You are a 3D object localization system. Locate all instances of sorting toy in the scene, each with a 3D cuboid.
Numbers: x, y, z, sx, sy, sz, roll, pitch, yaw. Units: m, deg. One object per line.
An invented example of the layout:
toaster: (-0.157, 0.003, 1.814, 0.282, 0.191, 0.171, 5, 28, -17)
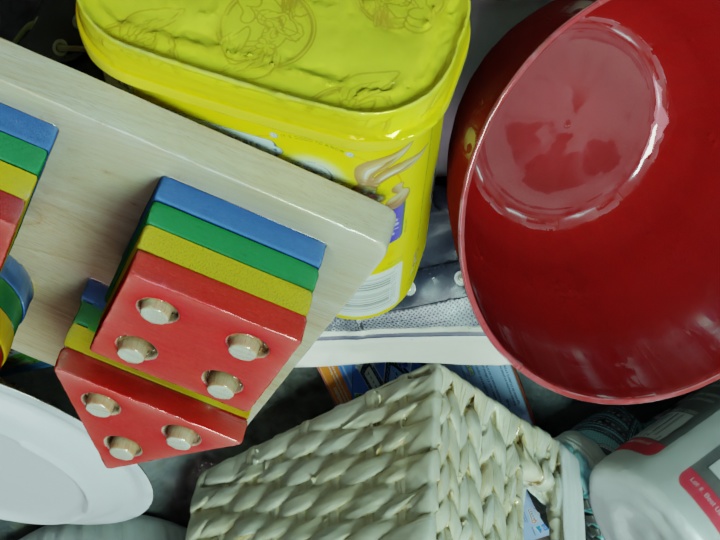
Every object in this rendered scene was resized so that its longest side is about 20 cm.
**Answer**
sorting toy: (-0.117, 0.011, 0.669, 0.200, 0.070, 0.199, 23, 146, -11)

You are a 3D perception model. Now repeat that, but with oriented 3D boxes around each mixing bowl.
mixing bowl: (0.116, -0.052, 0.738, 0.200, 0.108, 0.200, -9, 116, -18)

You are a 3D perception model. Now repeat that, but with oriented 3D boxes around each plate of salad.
plate of salad: (-0.203, 0.084, 0.852, 0.200, 0.048, 0.200, 13, 151, 7)

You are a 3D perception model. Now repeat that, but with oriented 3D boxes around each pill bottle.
pill bottle: (0.233, 0.100, 0.885, 0.200, 0.111, 0.111, -31, 131, -18)

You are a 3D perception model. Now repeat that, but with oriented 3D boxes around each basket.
basket: (0.006, 0.156, 0.869, 0.200, 0.136, 0.123, -29, 128, 31)

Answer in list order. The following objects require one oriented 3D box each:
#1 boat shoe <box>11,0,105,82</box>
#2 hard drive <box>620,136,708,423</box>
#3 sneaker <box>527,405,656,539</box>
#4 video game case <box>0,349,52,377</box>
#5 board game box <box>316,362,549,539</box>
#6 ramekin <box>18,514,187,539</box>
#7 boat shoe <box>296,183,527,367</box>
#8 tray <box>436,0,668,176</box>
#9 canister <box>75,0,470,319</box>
boat shoe: (-0.125, -0.095, 0.740, 0.072, 0.060, 0.202, 28, 119, -27)
hard drive: (0.186, -0.016, 0.866, 0.200, 0.038, 0.140, -39, 124, 21)
sneaker: (0.169, 0.163, 0.975, 0.086, 0.078, 0.200, -36, 130, -19)
video game case: (-0.226, -0.010, 0.775, 0.143, 0.018, 0.200, -14, 137, 44)
board game box: (0.052, 0.099, 0.946, 0.103, 0.019, 0.200, -20, 128, 5)
ramekin: (-0.151, 0.237, 0.969, 0.200, 0.105, 0.200, -5, 128, -6)
boat shoe: (0.000, 0.000, 0.840, 0.200, 0.075, 0.093, -1, 96, 9)
tray: (0.049, -0.096, 0.792, 0.200, 0.022, 0.107, -5, 128, -4)
canister: (-0.035, -0.063, 0.685, 0.148, 0.087, 0.200, 17, 156, 6)
